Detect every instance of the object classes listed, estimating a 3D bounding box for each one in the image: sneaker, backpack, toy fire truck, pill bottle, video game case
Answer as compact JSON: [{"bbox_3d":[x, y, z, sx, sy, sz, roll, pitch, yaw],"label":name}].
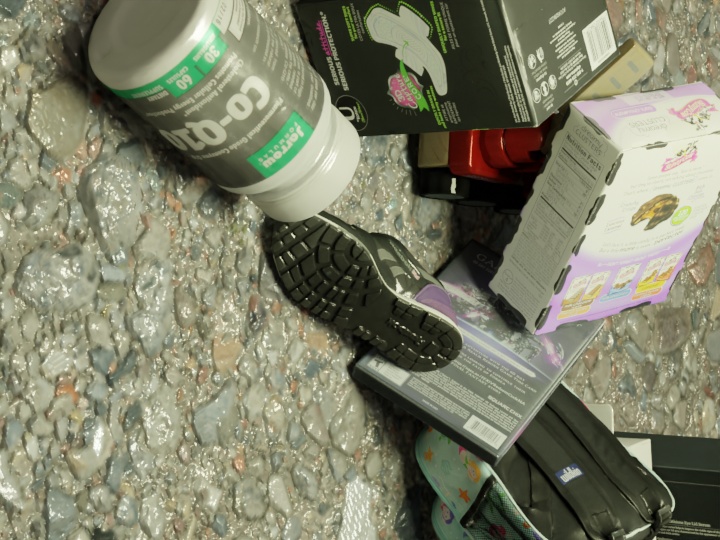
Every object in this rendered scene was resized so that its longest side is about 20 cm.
[{"bbox_3d":[0.000,0.000,1.436,0.200,0.076,0.088,40,27,-31],"label":"sneaker"},{"bbox_3d":[0.146,0.183,1.516,0.177,0.151,0.200,-17,63,-46],"label":"backpack"},{"bbox_3d":[0.171,-0.122,1.524,0.176,0.200,0.129,9,83,-50],"label":"toy fire truck"},{"bbox_3d":[-0.093,-0.127,1.271,0.200,0.113,0.113,42,59,-41],"label":"pill bottle"},{"bbox_3d":[0.104,0.066,1.503,0.200,0.143,0.019,-45,161,-42],"label":"video game case"}]

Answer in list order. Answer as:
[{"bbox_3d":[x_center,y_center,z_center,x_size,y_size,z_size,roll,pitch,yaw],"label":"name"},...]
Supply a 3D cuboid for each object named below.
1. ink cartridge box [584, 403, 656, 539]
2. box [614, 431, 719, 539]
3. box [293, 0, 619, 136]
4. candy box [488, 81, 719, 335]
[{"bbox_3d":[0.209,0.216,1.632,0.067,0.117,0.201,-9,97,-49],"label":"ink cartridge box"},{"bbox_3d":[0.296,0.234,1.672,0.079,0.200,0.141,-30,113,-46],"label":"box"},{"bbox_3d":[0.078,-0.193,1.411,0.149,0.200,0.125,-40,121,-43],"label":"box"},{"bbox_3d":[0.221,-0.054,1.502,0.168,0.072,0.200,-12,136,-38],"label":"candy box"}]
